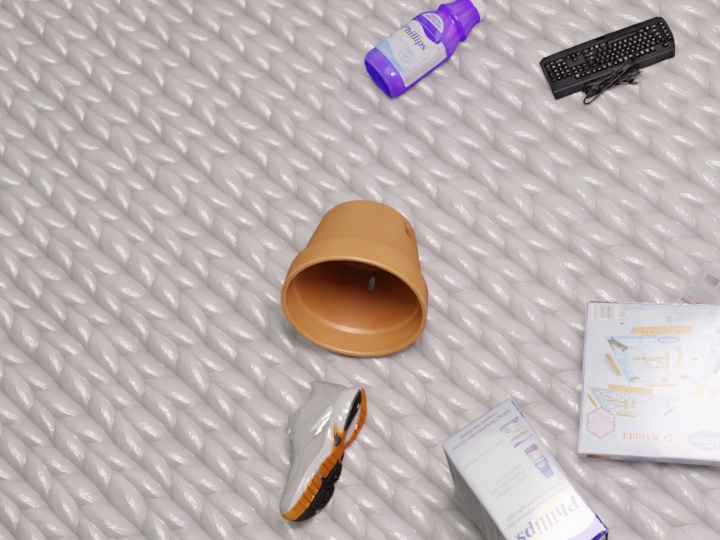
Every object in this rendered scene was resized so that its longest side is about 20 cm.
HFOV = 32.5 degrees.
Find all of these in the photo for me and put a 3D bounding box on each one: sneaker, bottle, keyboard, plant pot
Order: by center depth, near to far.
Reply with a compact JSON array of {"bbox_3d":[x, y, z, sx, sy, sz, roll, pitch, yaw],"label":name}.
[{"bbox_3d":[-0.068,0.237,1.641,0.091,0.076,0.201,15,61,26],"label":"sneaker"},{"bbox_3d":[0.000,0.000,1.677,0.197,0.201,0.141,0,48,12],"label":"plant pot"},{"bbox_3d":[0.372,-0.315,1.826,0.198,0.040,0.105,-21,61,3],"label":"keyboard"},{"bbox_3d":[0.103,-0.350,1.885,0.199,0.065,0.084,-37,61,-7],"label":"bottle"}]

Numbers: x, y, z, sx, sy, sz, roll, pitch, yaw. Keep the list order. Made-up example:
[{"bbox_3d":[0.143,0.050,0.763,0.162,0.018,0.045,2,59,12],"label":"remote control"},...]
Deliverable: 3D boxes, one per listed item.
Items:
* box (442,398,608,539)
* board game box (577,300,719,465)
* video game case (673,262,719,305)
[{"bbox_3d":[0.199,0.287,1.488,0.104,0.184,0.201,-32,63,-7],"label":"box"},{"bbox_3d":[0.382,0.143,1.574,0.198,0.041,0.202,2,74,18],"label":"board game box"},{"bbox_3d":[0.482,0.110,1.604,0.199,0.023,0.183,34,75,23],"label":"video game case"}]
